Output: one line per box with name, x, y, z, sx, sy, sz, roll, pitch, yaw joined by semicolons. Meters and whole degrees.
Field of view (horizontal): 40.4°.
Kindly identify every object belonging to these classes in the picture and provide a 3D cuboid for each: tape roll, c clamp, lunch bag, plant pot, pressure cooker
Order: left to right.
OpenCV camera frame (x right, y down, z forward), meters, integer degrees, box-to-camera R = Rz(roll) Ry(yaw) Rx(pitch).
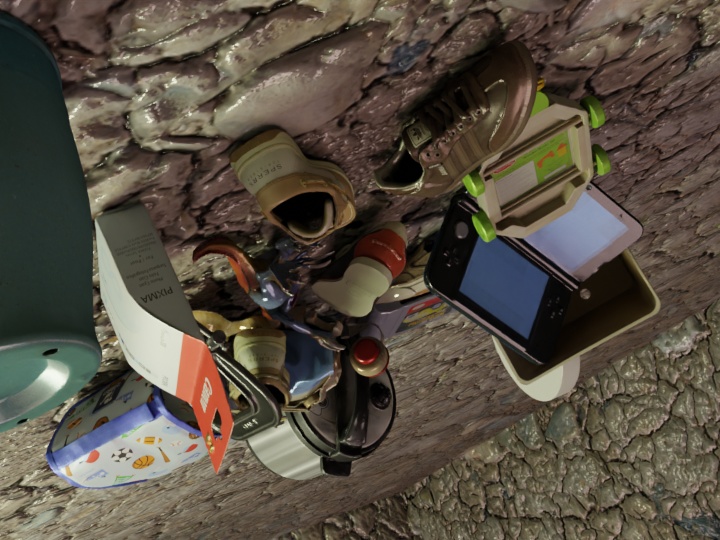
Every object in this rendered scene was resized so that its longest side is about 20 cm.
plant pot;-0.237;-0.009;0.543;0.198;0.190;0.200;-22;162;-8
lunch bag;-0.251;0.178;1.153;0.169;0.125;0.200;-29;169;15
c clamp;-0.156;0.107;0.999;0.027;0.170;0.200;-54;-176;-32
pressure cooker;-0.049;0.176;1.309;0.178;0.177;0.199;-37;-177;-41
tape roll;0.265;0.102;1.513;0.037;0.205;0.203;-19;161;-19
plant pot;0.260;0.003;1.273;0.199;0.201;0.177;-32;173;19

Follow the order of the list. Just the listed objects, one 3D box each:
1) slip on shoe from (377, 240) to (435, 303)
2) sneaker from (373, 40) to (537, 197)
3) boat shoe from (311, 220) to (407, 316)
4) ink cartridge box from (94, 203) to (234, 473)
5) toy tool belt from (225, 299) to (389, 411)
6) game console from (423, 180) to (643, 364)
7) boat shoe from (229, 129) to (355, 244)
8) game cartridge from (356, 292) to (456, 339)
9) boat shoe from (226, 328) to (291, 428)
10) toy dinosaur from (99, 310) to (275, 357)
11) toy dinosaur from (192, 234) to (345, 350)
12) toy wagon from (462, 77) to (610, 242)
slip on shoe;0.086;-0.007;1.208;0.198;0.061;0.076;-16;-177;35
sneaker;0.080;-0.121;0.858;0.075;0.071;0.200;-13;157;-31
boat shoe;0.000;0.000;1.094;0.063;0.071;0.200;-64;-171;-22
ink cartridge box;-0.169;0.068;0.827;0.047;0.202;0.160;-18;161;-21
toy tool belt;-0.070;0.101;1.167;0.197;0.127;0.123;-8;157;9
game console;0.195;-0.016;1.088;0.199;0.172;0.118;33;155;-23
boat shoe;-0.050;-0.058;0.858;0.073;0.067;0.200;-30;162;15
game cartridge;0.093;0.042;1.384;0.198;0.041;0.133;-20;165;-18
boat shoe;-0.111;0.129;1.061;0.072;0.063;0.201;-3;152;-4
toy dinosaur;-0.184;0.066;1.061;0.197;0.059;0.101;-3;153;-4
toy dinosaur;-0.093;0.005;1.024;0.198;0.106;0.181;20;155;-17
toy wagon;0.172;-0.119;0.976;0.154;0.040;0.201;-30;138;-6
